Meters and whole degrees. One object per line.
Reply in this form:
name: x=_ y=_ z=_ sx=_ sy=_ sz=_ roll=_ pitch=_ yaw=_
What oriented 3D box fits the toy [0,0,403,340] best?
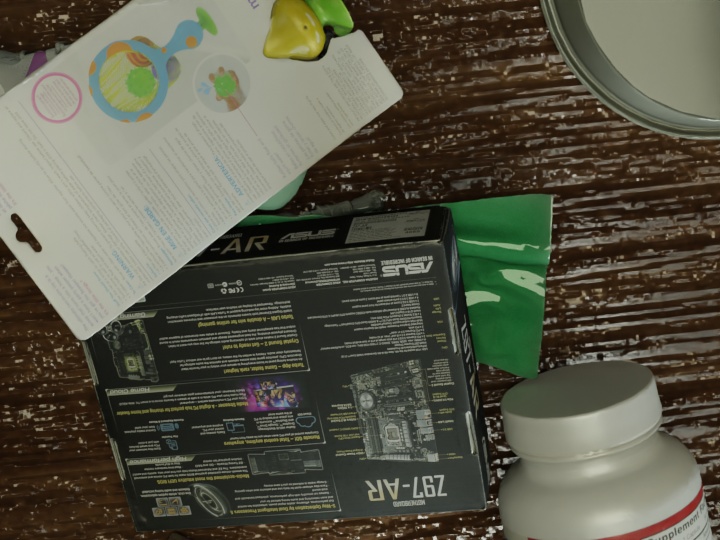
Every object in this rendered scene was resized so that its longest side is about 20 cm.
toy: x=-0.091 y=-0.074 z=0.752 sx=0.200 sy=0.047 sz=0.115 roll=-37 pitch=105 yaw=-6

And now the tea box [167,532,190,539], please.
tea box: x=-0.068 y=0.291 z=0.858 sx=0.199 sy=0.134 sz=0.197 roll=28 pitch=99 yaw=-8

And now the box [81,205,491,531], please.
box: x=-0.039 y=0.056 z=0.815 sx=0.199 sy=0.044 sz=0.161 roll=-6 pitch=116 yaw=12

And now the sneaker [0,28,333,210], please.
sneaker: x=-0.111 y=-0.123 z=0.800 sx=0.199 sy=0.078 sz=0.141 roll=15 pitch=100 yaw=-16

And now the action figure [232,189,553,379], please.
action figure: x=0.000 y=0.000 z=0.833 sx=0.199 sy=0.055 sz=0.119 roll=3 pitch=120 yaw=3

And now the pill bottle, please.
pill bottle: x=0.139 y=0.158 z=0.852 sx=0.112 sy=0.112 sz=0.201 roll=-14 pitch=102 yaw=0

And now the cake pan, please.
cake pan: x=0.194 y=-0.167 z=0.822 sx=0.199 sy=0.037 sz=0.202 roll=-1 pitch=102 yaw=-3
